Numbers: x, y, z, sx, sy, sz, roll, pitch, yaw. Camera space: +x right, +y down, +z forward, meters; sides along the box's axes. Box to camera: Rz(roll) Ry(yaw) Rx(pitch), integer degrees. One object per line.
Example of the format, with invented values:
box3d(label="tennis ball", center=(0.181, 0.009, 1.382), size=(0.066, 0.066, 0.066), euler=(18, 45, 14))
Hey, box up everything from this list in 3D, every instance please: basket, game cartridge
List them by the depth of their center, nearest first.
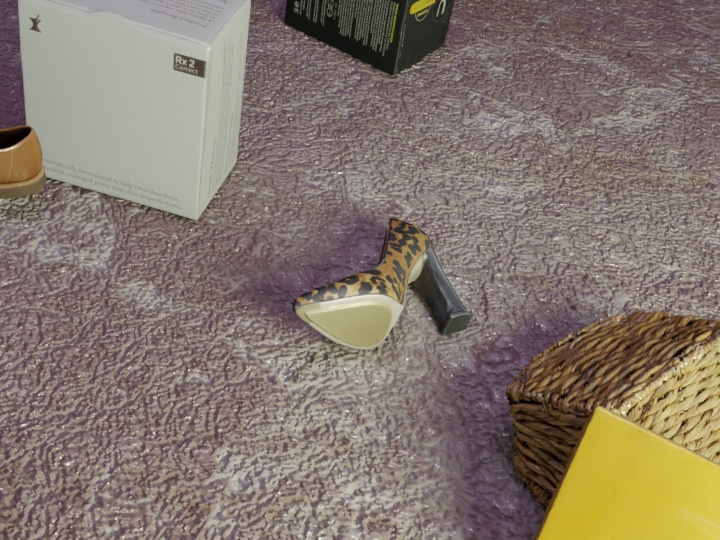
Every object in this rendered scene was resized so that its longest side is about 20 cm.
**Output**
box3d(label="game cartridge", center=(0.215, 0.216, 0.633), size=(0.197, 0.179, 0.032), euler=(26, -4, 13))
box3d(label="basket", center=(0.224, 0.137, 0.790), size=(0.198, 0.152, 0.141), euler=(-24, 18, -36))

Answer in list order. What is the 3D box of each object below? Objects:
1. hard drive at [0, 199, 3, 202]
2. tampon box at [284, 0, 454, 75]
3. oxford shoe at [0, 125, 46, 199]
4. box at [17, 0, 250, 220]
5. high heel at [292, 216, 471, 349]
box3d(label="hard drive", center=(-0.440, -0.056, 0.877), size=(0.130, 0.027, 0.201), euler=(20, 40, 9))
box3d(label="tampon box", center=(0.017, -0.392, 1.310), size=(0.198, 0.128, 0.150), euler=(29, 43, 20))
box3d(label="oxford shoe", center=(-0.398, -0.101, 0.866), size=(0.197, 0.072, 0.072), euler=(-17, 48, -29))
box3d(label="box", center=(-0.228, -0.190, 0.952), size=(0.195, 0.203, 0.132), euler=(16, 37, 5))
box3d(label="high heel", center=(0.000, 0.000, 0.879), size=(0.197, 0.072, 0.144), euler=(3, 44, -37))
